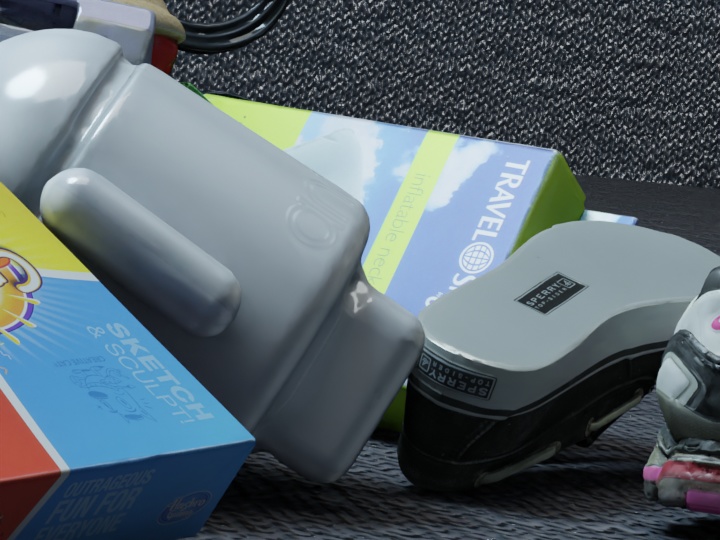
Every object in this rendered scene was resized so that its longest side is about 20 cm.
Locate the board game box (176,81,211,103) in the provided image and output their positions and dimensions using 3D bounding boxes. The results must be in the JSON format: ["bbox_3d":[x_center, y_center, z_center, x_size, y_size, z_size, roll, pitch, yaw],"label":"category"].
[{"bbox_3d":[-0.157,-0.031,1.239,0.029,0.135,0.200,43,-17,-35],"label":"board game box"}]

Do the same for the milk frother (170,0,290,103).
[{"bbox_3d":[-0.118,-0.095,1.465,0.180,0.200,0.188,44,-16,-31],"label":"milk frother"}]

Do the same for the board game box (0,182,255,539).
[{"bbox_3d":[-0.145,0.006,0.821,0.200,0.040,0.153,43,23,23],"label":"board game box"}]

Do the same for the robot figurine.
[{"bbox_3d":[-0.076,-0.006,0.962,0.200,0.113,0.170,33,-6,-5],"label":"robot figurine"}]

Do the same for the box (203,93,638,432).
[{"bbox_3d":[0.000,0.000,1.158,0.199,0.122,0.048,10,-28,30],"label":"box"}]

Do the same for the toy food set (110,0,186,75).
[{"bbox_3d":[-0.172,-0.100,1.158,0.199,0.049,0.198,6,-1,25],"label":"toy food set"}]

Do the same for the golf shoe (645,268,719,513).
[{"bbox_3d":[0.159,0.038,1.040,0.072,0.093,0.200,7,4,17],"label":"golf shoe"}]

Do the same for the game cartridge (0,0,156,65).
[{"bbox_3d":[-0.178,-0.074,1.046,0.199,0.039,0.130,12,-27,-2],"label":"game cartridge"}]

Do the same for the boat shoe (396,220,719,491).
[{"bbox_3d":[0.075,0.031,1.069,0.071,0.064,0.200,29,28,27],"label":"boat shoe"}]
